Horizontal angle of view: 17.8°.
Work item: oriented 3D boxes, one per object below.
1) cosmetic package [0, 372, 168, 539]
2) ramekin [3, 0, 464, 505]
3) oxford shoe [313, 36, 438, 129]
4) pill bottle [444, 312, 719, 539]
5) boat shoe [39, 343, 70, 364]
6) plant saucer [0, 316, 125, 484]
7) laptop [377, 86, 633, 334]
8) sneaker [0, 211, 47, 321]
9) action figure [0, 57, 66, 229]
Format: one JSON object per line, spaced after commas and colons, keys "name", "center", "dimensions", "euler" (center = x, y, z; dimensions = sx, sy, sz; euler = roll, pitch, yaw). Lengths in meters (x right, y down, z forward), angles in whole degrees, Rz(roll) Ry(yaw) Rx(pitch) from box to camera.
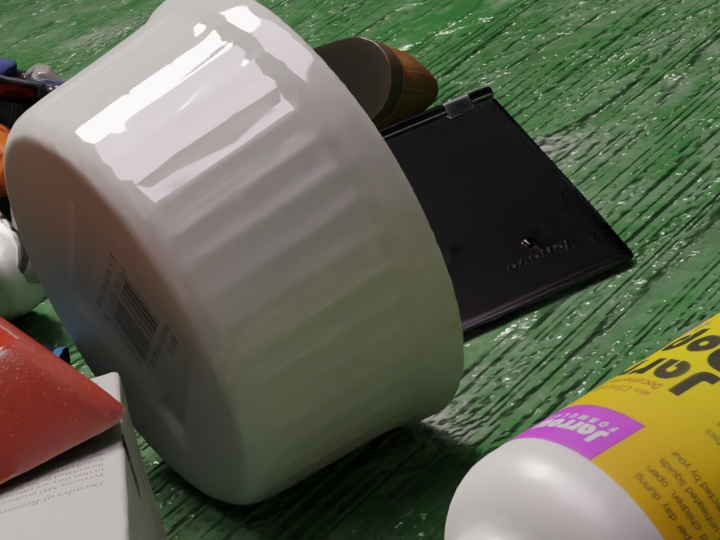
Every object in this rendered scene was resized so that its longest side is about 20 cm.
{"name": "cosmetic package", "center": [-0.095, 0.125, 0.732], "dimensions": [0.080, 0.114, 0.200], "euler": [-17, 22, -3]}
{"name": "ramekin", "center": [-0.057, -0.004, 0.922], "dimensions": [0.097, 0.202, 0.200], "euler": [-32, 25, -22]}
{"name": "oxford shoe", "center": [-0.043, -0.095, 1.353], "dimensions": [0.199, 0.072, 0.071], "euler": [0, -2, 37]}
{"name": "pill bottle", "center": [0.097, 0.082, 0.708], "dimensions": [0.199, 0.105, 0.104], "euler": [-28, 24, -29]}
{"name": "boat shoe", "center": [-0.156, 0.082, 0.922], "dimensions": [0.068, 0.085, 0.200], "euler": [-2, 19, 4]}
{"name": "plant saucer", "center": [-0.204, 0.056, 0.796], "dimensions": [0.199, 0.037, 0.200], "euler": [-27, 20, -19]}
{"name": "laptop", "center": [0.000, 0.000, 1.128], "dimensions": [0.186, 0.117, 0.200], "euler": [-22, -7, -18]}
{"name": "sneaker", "center": [-0.240, 0.015, 1.206], "dimensions": [0.199, 0.075, 0.087], "euler": [-6, 33, 42]}
{"name": "action figure", "center": [-0.254, -0.075, 1.385], "dimensions": [0.198, 0.105, 0.194], "euler": [12, 18, 2]}
